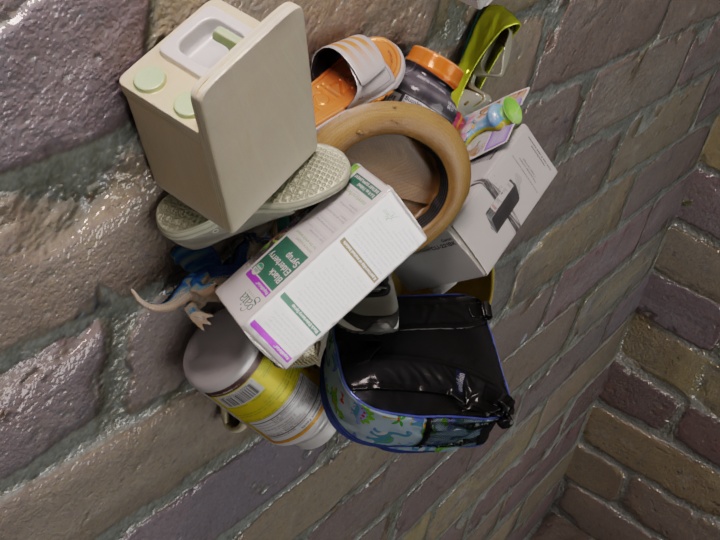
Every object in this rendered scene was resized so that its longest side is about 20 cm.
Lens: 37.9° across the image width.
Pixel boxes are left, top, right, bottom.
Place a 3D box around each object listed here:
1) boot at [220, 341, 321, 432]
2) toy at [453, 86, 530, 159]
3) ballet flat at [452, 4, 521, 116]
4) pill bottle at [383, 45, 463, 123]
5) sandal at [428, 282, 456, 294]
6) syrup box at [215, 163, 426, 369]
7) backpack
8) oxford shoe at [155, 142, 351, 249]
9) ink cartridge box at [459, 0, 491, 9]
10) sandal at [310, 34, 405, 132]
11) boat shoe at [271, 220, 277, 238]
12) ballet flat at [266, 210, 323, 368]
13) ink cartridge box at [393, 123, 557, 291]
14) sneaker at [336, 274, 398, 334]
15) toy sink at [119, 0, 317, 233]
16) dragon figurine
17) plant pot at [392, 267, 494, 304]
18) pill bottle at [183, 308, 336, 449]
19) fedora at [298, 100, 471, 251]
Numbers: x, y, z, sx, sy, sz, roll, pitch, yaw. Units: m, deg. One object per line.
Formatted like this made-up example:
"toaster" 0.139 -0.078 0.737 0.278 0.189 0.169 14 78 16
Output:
"boot" -0.117 0.121 1.330 0.107 0.075 0.200 -19 135 -49
"toy" 0.113 -0.174 1.331 0.047 0.200 0.115 49 46 -25
"ballet flat" 0.156 -0.262 1.420 0.200 0.067 0.067 -64 156 10
"pill bottle" 0.048 -0.169 1.270 0.200 0.106 0.106 -61 156 3
"sandal" 0.160 -0.033 1.359 0.203 0.050 0.082 -47 -169 -22
"syrup box" -0.040 -0.005 1.055 0.200 0.079 0.081 -42 125 -4
"backpack" 0.053 0.127 1.235 0.200 0.183 0.147 4 142 -17
"oxford shoe" -0.106 -0.074 1.052 0.200 0.075 0.058 -20 155 -1
"ink cartridge box" 0.135 -0.419 1.179 0.146 0.084 0.200 -51 155 -18
"sandal" -0.025 -0.203 1.124 0.207 0.079 0.059 -42 154 -29
"boat shoe" -0.047 -0.103 1.209 0.072 0.068 0.200 -29 142 -48
"ballet flat" -0.060 0.009 1.150 0.068 0.075 0.200 -174 -93 -73
"ink cartridge box" 0.129 -0.075 1.291 0.084 0.144 0.200 52 55 -19
"sneaker" 0.000 0.000 1.188 0.074 0.200 0.079 -2 127 -12
"toy sink" -0.127 -0.155 0.944 0.130 0.112 0.200 -49 159 -22
"dragon figurine" -0.169 0.009 1.108 0.200 0.099 0.059 -12 128 -37
"plant pot" 0.062 0.005 1.416 0.200 0.142 0.200 6 81 -41
"pill bottle" -0.108 0.134 1.236 0.109 0.109 0.200 -54 132 -11
"fedora" 0.018 -0.104 1.134 0.201 0.082 0.201 -9 122 -15
